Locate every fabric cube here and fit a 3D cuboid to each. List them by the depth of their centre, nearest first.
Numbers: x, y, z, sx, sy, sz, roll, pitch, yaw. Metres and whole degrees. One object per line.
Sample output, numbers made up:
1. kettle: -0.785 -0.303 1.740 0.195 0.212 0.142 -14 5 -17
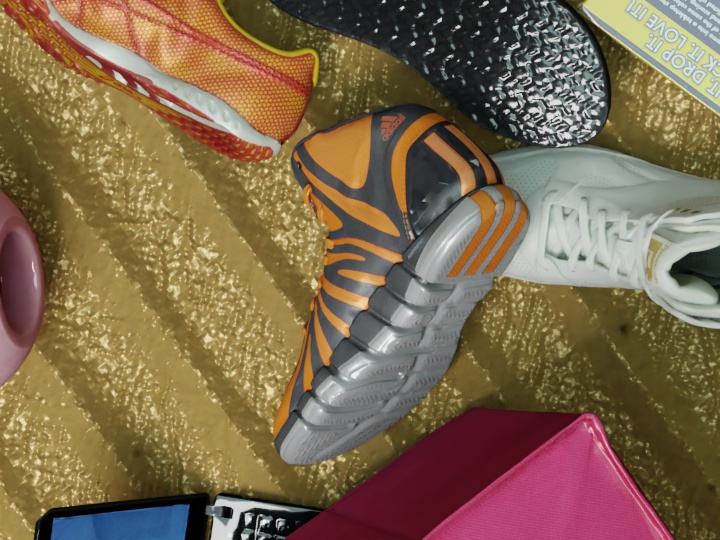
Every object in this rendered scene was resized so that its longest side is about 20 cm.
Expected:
1. fabric cube: 0.058 0.194 1.085 0.200 0.199 0.196 -35 94 -11

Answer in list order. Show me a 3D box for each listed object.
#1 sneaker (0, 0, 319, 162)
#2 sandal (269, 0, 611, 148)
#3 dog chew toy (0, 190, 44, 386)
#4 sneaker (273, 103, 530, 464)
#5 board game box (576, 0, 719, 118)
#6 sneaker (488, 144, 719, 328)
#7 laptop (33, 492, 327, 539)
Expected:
1. sneaker: -0.113 -0.130 1.169 0.200 0.073 0.077 31 76 -3
2. sandal: 0.042 -0.127 1.157 0.200 0.045 0.075 29 108 17
3. dog chew toy: -0.264 0.012 1.167 0.200 0.125 0.125 -3 96 13
4. sneaker: 0.000 0.000 1.166 0.112 0.078 0.200 52 122 28
5. board game box: 0.233 -0.135 1.133 0.200 0.057 0.165 37 100 0
6. sneaker: 0.131 -0.018 1.125 0.200 0.116 0.074 5 99 7
7. laptop: -0.066 0.211 1.175 0.200 0.103 0.178 9 98 4
